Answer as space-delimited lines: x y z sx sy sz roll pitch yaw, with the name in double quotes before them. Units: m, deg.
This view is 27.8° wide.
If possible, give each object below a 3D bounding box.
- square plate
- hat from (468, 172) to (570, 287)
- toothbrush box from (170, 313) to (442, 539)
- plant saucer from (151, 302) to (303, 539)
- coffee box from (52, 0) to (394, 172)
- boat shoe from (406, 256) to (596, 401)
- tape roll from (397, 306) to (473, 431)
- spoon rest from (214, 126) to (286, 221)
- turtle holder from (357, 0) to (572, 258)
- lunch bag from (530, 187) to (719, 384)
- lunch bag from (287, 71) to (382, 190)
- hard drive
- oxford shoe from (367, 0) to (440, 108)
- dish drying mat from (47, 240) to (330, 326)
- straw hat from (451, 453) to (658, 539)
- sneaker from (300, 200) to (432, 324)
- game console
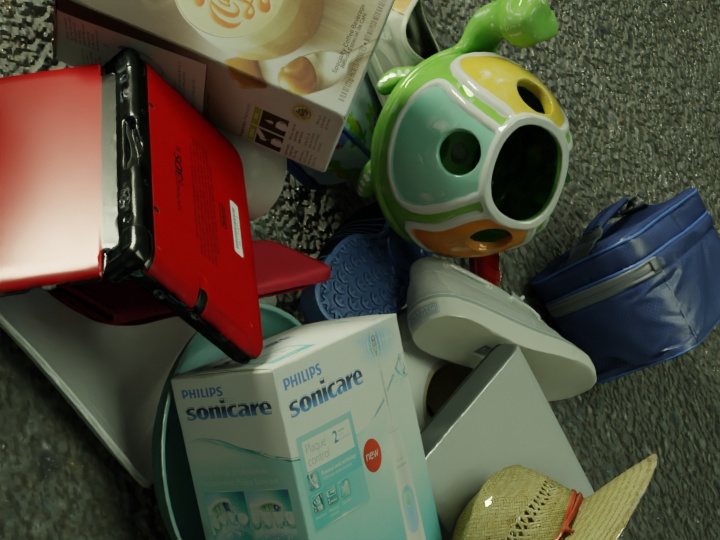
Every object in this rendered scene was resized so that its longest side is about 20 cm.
"square plate" -0.160 0.009 0.954 0.198 0.028 0.200 51 41 -17
"hat" 0.071 -0.061 1.265 0.165 0.176 0.200 31 12 -33
"toothbrush box" -0.026 0.142 0.922 0.146 0.085 0.201 -19 98 -56
"plant saucer" -0.076 0.122 0.958 0.200 0.036 0.201 16 71 -54
"coffee box" -0.090 -0.164 0.964 0.199 0.080 0.115 22 64 -2
"boat shoe" 0.106 0.045 1.103 0.199 0.072 0.069 21 49 -37
"tape roll" 0.057 0.126 1.110 0.202 0.071 0.203 25 54 -40
"spoon rest" -0.118 -0.126 1.030 0.061 0.099 0.200 -27 81 -49
"turtle holder" 0.095 -0.095 1.045 0.141 0.132 0.186 43 81 -28
"lunch bag" 0.261 0.002 1.354 0.200 0.136 0.133 -33 97 -52
"lunch bag" -0.042 -0.177 1.115 0.161 0.082 0.201 40 41 -59
"hard drive" 0.112 0.172 1.050 0.132 0.026 0.201 -46 119 -31
"oxford shoe" 0.057 -0.123 1.123 0.201 0.058 0.075 64 24 -16
"dish drying mat" -0.109 0.006 0.943 0.200 0.077 0.018 -12 121 -50
"straw hat" 0.106 0.180 0.966 0.085 0.201 0.201 34 40 7
"sneaker" 0.000 0.000 1.101 0.070 0.078 0.200 55 38 -6
"game console" -0.159 -0.031 0.886 0.172 0.118 0.201 43 24 -38
